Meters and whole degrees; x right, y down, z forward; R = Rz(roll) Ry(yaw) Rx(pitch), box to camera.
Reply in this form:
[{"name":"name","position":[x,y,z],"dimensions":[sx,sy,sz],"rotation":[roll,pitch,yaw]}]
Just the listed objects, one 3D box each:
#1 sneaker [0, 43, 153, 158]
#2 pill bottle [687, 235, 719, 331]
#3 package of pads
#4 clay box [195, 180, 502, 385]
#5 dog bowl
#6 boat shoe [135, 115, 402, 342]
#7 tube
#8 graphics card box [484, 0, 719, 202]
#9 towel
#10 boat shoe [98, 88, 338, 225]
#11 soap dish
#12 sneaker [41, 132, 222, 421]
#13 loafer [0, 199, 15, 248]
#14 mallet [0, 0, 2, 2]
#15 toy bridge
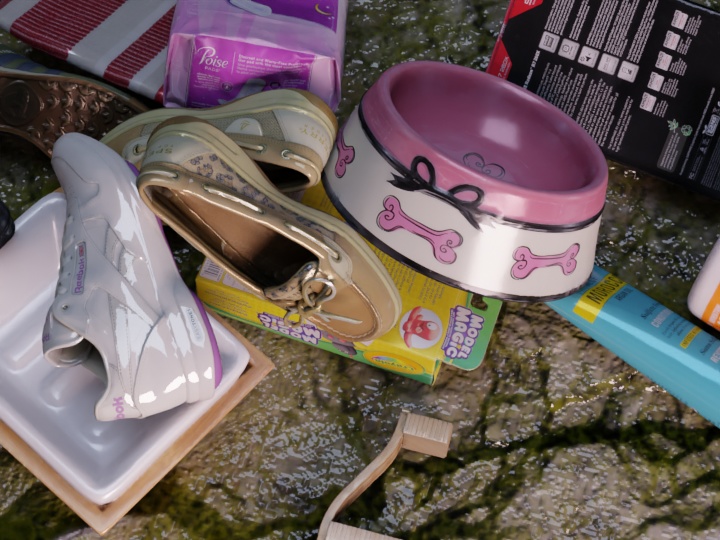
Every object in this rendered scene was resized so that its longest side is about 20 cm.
[{"name":"sneaker","position":[-0.233,-0.125,1.217],"dimensions":[0.199,0.067,0.090],"rotation":[14,22,-18]},{"name":"pill bottle","position":[0.328,0.029,1.137],"dimensions":[0.199,0.113,0.113],"rotation":[32,64,14]},{"name":"package of pads","position":[-0.068,-0.187,1.213],"dimensions":[0.120,0.076,0.201],"rotation":[9,41,-5]},{"name":"clay box","position":[0.000,0.000,1.173],"dimensions":[0.199,0.048,0.115],"rotation":[19,63,6]},{"name":"dog bowl","position":[0.077,-0.067,1.144],"dimensions":[0.199,0.074,0.201],"rotation":[17,30,-10]},{"name":"boat shoe","position":[-0.059,-0.011,1.071],"dimensions":[0.200,0.073,0.063],"rotation":[37,38,-18]},{"name":"tube","position":[0.197,0.046,1.158],"dimensions":[0.199,0.051,0.077],"rotation":[34,24,16]},{"name":"graphics card box","position":[0.194,-0.140,1.224],"dimensions":[0.199,0.051,0.126],"rotation":[21,99,10]},{"name":"towel","position":[-0.151,-0.173,1.248],"dimensions":[0.199,0.023,0.144],"rotation":[25,41,11]},{"name":"boat shoe","position":[-0.109,-0.066,1.149],"dimensions":[0.199,0.073,0.063],"rotation":[-9,45,25]},{"name":"soap dish","position":[-0.180,0.060,1.113],"dimensions":[0.200,0.081,0.157],"rotation":[38,66,17]},{"name":"sneaker","position":[-0.161,0.001,1.056],"dimensions":[0.099,0.075,0.201],"rotation":[-21,65,-15]},{"name":"loafer","position":[-0.295,-0.071,1.144],"dimensions":[0.073,0.073,0.200],"rotation":[-40,38,-18]},{"name":"mallet","position":[-0.323,-0.247,1.304],"dimensions":[0.200,0.066,0.041],"rotation":[46,69,4]},{"name":"toy bridge","position":[0.006,0.176,1.089],"dimensions":[0.067,0.027,0.201],"rotation":[13,61,6]}]
